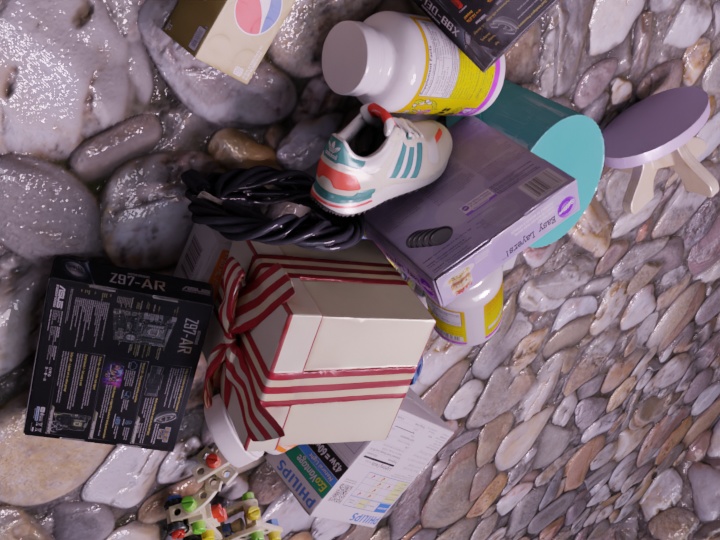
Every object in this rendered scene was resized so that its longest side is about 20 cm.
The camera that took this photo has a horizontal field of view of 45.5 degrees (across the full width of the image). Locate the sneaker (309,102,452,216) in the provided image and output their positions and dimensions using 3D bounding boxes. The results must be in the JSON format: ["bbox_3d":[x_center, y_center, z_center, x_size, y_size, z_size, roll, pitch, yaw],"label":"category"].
[{"bbox_3d":[0.034,-0.130,0.881,0.200,0.070,0.093,-29,146,-37],"label":"sneaker"}]

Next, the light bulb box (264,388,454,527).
[{"bbox_3d":[0.002,0.263,1.289,0.200,0.125,0.198,-50,144,4],"label":"light bulb box"}]

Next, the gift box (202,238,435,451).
[{"bbox_3d":[-0.052,0.067,0.857,0.187,0.200,0.185,4,115,-29],"label":"gift box"}]

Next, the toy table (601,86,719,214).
[{"bbox_3d":[0.459,-0.183,1.322,0.200,0.184,0.117,-31,124,-8],"label":"toy table"}]

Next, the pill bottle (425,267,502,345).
[{"bbox_3d":[0.137,0.020,1.143,0.104,0.104,0.200,-40,155,-11],"label":"pill bottle"}]

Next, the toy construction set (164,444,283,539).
[{"bbox_3d":[-0.193,0.330,1.181,0.131,0.092,0.200,-16,131,-1],"label":"toy construction set"}]

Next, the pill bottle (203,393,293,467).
[{"bbox_3d":[-0.088,0.160,1.083,0.200,0.114,0.114,-29,143,5],"label":"pill bottle"}]

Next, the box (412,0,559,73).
[{"bbox_3d":[0.145,-0.328,0.872,0.200,0.158,0.050,-45,180,-5],"label":"box"}]

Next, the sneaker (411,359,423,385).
[{"bbox_3d":[0.035,0.113,1.044,0.074,0.082,0.200,-17,153,8],"label":"sneaker"}]

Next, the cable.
[{"bbox_3d":[-0.075,-0.064,0.867,0.200,0.163,0.051,5,109,-30],"label":"cable"}]

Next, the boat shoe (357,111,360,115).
[{"bbox_3d":[0.037,-0.115,1.032,0.065,0.072,0.200,-42,140,0],"label":"boat shoe"}]

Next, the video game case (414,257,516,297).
[{"bbox_3d":[0.177,-0.059,1.259,0.200,0.022,0.182,-16,133,-36],"label":"video game case"}]

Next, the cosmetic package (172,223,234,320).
[{"bbox_3d":[-0.098,0.007,0.964,0.200,0.071,0.102,10,118,-34],"label":"cosmetic package"}]

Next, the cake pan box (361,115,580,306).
[{"bbox_3d":[0.109,-0.075,0.935,0.200,0.184,0.052,-36,137,-13],"label":"cake pan box"}]

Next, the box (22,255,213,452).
[{"bbox_3d":[-0.252,0.092,0.889,0.160,0.044,0.200,10,119,-17],"label":"box"}]

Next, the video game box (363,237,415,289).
[{"bbox_3d":[0.000,0.000,1.117,0.200,0.047,0.182,-3,128,-43],"label":"video game box"}]

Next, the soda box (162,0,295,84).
[{"bbox_3d":[-0.089,-0.274,0.762,0.068,0.064,0.200,18,110,-51],"label":"soda box"}]

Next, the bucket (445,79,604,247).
[{"bbox_3d":[0.203,-0.134,1.102,0.207,0.135,0.207,-22,128,-32],"label":"bucket"}]

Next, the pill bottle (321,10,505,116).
[{"bbox_3d":[0.057,-0.221,0.923,0.200,0.104,0.104,-6,127,-41],"label":"pill bottle"}]
